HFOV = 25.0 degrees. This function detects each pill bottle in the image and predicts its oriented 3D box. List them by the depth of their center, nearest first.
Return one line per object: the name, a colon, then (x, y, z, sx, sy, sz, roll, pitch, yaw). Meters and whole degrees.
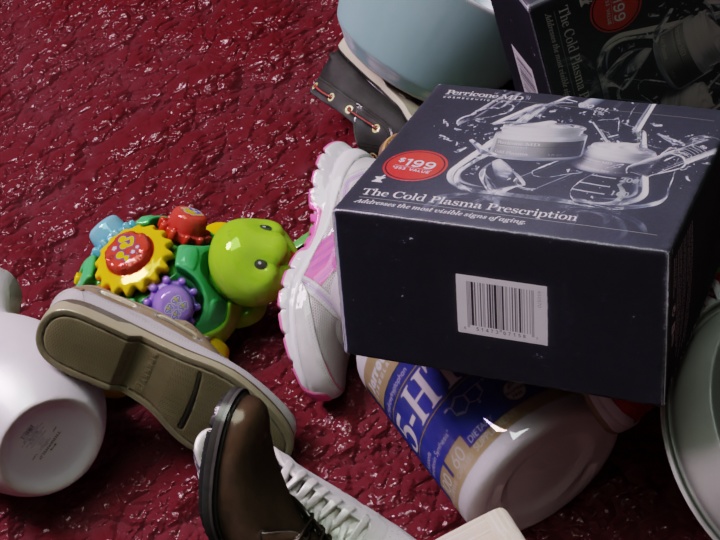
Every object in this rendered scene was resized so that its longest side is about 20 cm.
pill bottle: (0.067, 0.065, 1.078, 0.120, 0.120, 0.200, -32, 55, -10)

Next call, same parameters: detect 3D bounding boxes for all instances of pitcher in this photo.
pitcher: (-0.284, 0.104, 1.216, 0.172, 0.121, 0.200, -55, 41, 2)

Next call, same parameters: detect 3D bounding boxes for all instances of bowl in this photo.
bowl: (0.060, -0.208, 1.337, 0.105, 0.200, 0.201, -58, 40, 22)

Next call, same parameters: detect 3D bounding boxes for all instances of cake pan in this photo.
cake pan: (0.275, 0.096, 0.966, 0.200, 0.037, 0.201, 9, 63, -18)

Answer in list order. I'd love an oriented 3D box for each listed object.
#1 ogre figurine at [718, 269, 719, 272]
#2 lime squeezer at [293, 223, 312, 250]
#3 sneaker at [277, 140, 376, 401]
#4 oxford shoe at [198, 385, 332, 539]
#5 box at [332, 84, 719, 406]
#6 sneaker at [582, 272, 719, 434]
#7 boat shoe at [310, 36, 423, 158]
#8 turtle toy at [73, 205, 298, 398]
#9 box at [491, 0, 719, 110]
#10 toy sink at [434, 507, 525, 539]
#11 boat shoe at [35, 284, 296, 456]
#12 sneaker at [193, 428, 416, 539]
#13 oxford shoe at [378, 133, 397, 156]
ogre figurine: (0.216, -0.035, 1.138, 0.199, 0.120, 0.098, -19, 40, 1)
lime squeezer: (-0.009, -0.012, 1.262, 0.199, 0.038, 0.071, 9, 52, 27)
sneaker: (0.000, 0.000, 1.192, 0.088, 0.081, 0.201, 6, 73, 21)
oxford shoe: (-0.049, 0.163, 1.007, 0.084, 0.201, 0.073, 0, 23, 22)
box: (0.110, -0.024, 0.983, 0.199, 0.104, 0.182, 8, 32, 21)
sneaker: (0.208, 0.044, 1.021, 0.112, 0.071, 0.200, -23, -1, 25)
boat shoe: (0.032, -0.113, 1.328, 0.063, 0.074, 0.201, -53, 54, 14)
turtle toy: (-0.138, 0.009, 1.235, 0.199, 0.101, 0.146, -7, 53, 16)
box: (0.207, -0.179, 1.210, 0.182, 0.200, 0.104, -26, 42, -3)
toy sink: (0.086, 0.260, 0.900, 0.112, 0.131, 0.200, -27, 45, -5)
boat shoe: (-0.130, 0.069, 1.159, 0.075, 0.200, 0.068, -54, 9, 26)
sneaker: (-0.033, 0.169, 1.069, 0.200, 0.081, 0.076, 21, 57, 33)
oxford shoe: (0.089, -0.032, 1.157, 0.071, 0.071, 0.200, -29, 73, -35)
